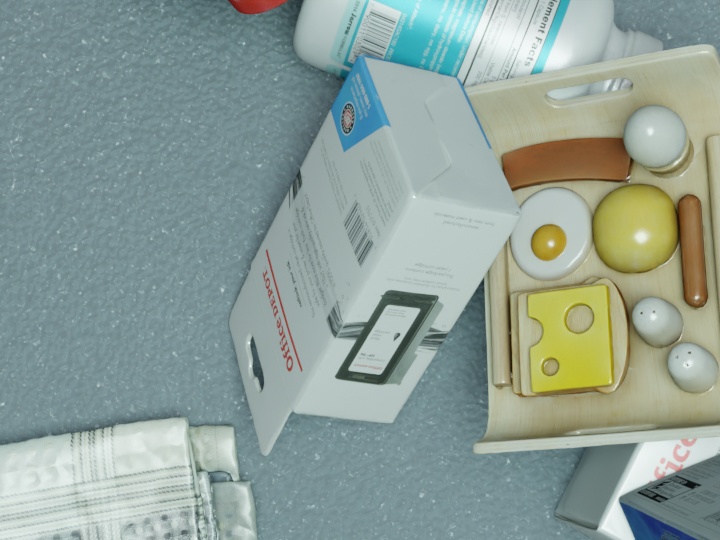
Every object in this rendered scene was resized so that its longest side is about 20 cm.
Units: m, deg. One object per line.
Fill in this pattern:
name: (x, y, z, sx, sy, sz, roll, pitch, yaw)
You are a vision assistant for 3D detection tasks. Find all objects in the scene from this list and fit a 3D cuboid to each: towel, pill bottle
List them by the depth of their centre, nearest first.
towel: (-0.153, 0.188, 0.887, 0.198, 0.035, 0.194, -6, 82, -8)
pill bottle: (0.069, -0.137, 0.895, 0.199, 0.111, 0.112, 23, 85, -1)

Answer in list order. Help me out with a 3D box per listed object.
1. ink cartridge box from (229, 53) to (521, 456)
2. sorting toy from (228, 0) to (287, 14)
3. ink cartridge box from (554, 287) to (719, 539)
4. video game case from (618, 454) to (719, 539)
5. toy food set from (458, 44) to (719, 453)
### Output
ink cartridge box: (0.000, 0.000, 0.851, 0.067, 0.201, 0.117, 9, 41, -27)
sorting toy: (-0.054, -0.230, 0.865, 0.199, 0.200, 0.070, -48, 126, -8)
ink cartridge box: (0.234, 0.122, 0.864, 0.199, 0.146, 0.148, 28, 85, 1)
video game case: (0.224, 0.097, 0.692, 0.180, 0.200, 0.046, -23, 89, -3)
toy food set: (0.121, -0.008, 0.799, 0.142, 0.060, 0.202, -8, 72, 23)
